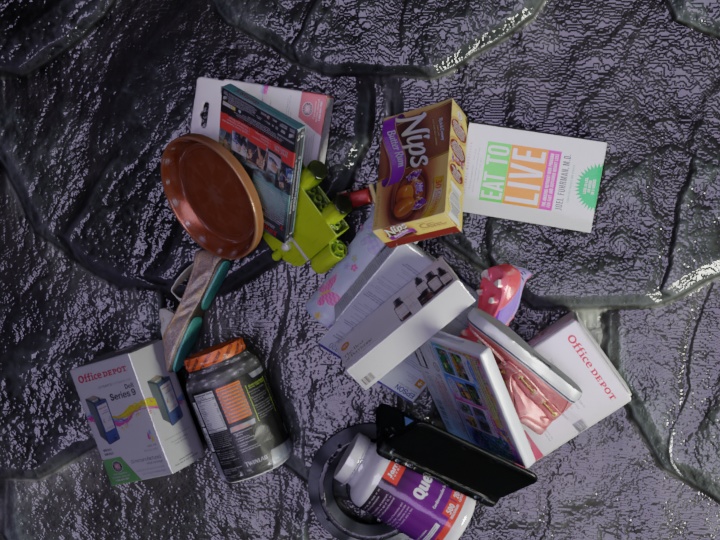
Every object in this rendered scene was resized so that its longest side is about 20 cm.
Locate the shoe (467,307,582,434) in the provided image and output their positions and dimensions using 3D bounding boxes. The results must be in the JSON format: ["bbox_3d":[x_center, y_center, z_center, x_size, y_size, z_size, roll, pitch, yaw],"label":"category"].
[{"bbox_3d":[0.208,0.144,1.442,0.200,0.071,0.091,38,102,-10],"label":"shoe"}]

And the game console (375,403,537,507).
[{"bbox_3d":[0.134,0.245,1.480,0.199,0.176,0.117,28,113,-13],"label":"game console"}]

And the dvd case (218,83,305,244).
[{"bbox_3d":[-0.147,-0.151,1.481,0.146,0.022,0.201,31,133,24],"label":"dvd case"}]

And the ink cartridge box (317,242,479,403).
[{"bbox_3d":[0.065,0.072,1.524,0.196,0.043,0.200,35,104,-27],"label":"ink cartridge box"}]

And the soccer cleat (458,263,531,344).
[{"bbox_3d":[0.191,0.081,1.507,0.067,0.076,0.201,43,126,46],"label":"soccer cleat"}]

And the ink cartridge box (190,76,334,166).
[{"bbox_3d":[-0.149,-0.221,1.549,0.199,0.067,0.117,11,100,7],"label":"ink cartridge box"}]

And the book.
[{"bbox_3d":[0.247,-0.137,1.507,0.199,0.048,0.134,9,101,6],"label":"book"}]

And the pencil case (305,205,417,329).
[{"bbox_3d":[0.000,0.000,1.544,0.200,0.083,0.091,-55,43,12],"label":"pencil case"}]

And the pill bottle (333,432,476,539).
[{"bbox_3d":[0.064,0.324,1.529,0.200,0.112,0.113,31,102,-2],"label":"pill bottle"}]

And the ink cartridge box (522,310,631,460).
[{"bbox_3d":[0.276,0.176,1.522,0.200,0.083,0.147,-36,90,13],"label":"ink cartridge box"}]

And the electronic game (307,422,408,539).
[{"bbox_3d":[0.017,0.336,1.610,0.199,0.042,0.201,0,95,1],"label":"electronic game"}]

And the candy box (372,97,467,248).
[{"bbox_3d":[0.086,-0.138,1.456,0.116,0.056,0.201,-12,56,29],"label":"candy box"}]

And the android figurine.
[{"bbox_3d":[-0.093,-0.079,1.526,0.182,0.041,0.200,55,139,-1],"label":"android figurine"}]

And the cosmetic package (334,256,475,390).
[{"bbox_3d":[0.060,0.073,1.454,0.200,0.083,0.051,-40,116,5],"label":"cosmetic package"}]

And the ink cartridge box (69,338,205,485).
[{"bbox_3d":[-0.350,0.222,1.616,0.145,0.087,0.201,-16,93,33],"label":"ink cartridge box"}]

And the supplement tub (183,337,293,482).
[{"bbox_3d":[-0.191,0.212,1.588,0.122,0.123,0.201,-20,94,12],"label":"supplement tub"}]

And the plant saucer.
[{"bbox_3d":[-0.218,-0.111,1.535,0.200,0.032,0.201,26,133,31],"label":"plant saucer"}]

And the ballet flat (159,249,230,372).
[{"bbox_3d":[-0.271,0.058,1.601,0.067,0.068,0.201,23,81,11],"label":"ballet flat"}]

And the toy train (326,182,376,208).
[{"bbox_3d":[-0.002,-0.112,1.549,0.199,0.046,0.034,-13,96,11],"label":"toy train"}]

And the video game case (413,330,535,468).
[{"bbox_3d":[0.152,0.174,1.466,0.024,0.182,0.201,-35,116,-24],"label":"video game case"}]
